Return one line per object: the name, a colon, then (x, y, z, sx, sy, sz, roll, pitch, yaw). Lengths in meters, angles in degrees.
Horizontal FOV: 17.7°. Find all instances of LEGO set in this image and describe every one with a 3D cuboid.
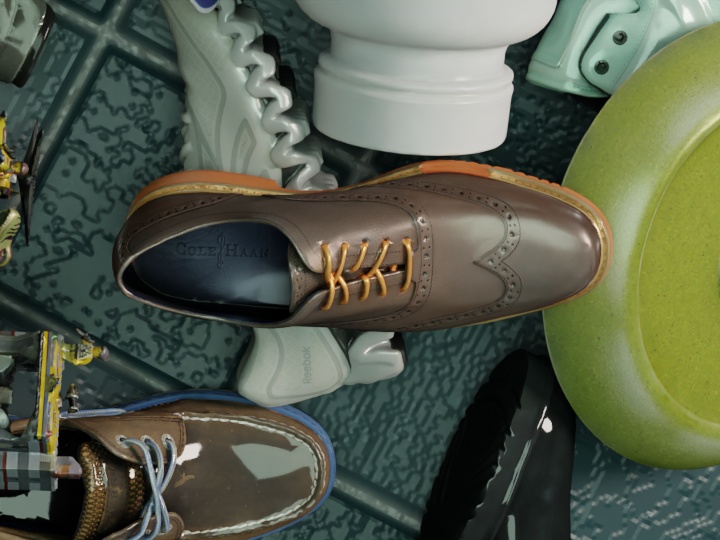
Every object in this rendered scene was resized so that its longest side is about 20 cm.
LEGO set: (-0.153, -0.002, 0.891, 0.115, 0.154, 0.201, 3, 60, -6)

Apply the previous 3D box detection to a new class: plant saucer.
plant saucer: (0.165, -0.006, 0.984, 0.199, 0.031, 0.201, -11, 110, -32)

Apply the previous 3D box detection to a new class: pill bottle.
pill bottle: (0.030, -0.153, 0.932, 0.112, 0.112, 0.201, 2, 108, -8)

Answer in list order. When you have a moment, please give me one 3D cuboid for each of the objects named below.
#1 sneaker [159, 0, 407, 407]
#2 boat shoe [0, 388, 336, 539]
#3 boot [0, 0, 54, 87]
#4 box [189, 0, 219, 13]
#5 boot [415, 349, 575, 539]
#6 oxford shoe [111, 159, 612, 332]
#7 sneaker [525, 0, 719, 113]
sneaker: (-0.050, -0.035, 0.980, 0.081, 0.075, 0.201, -22, 97, 4)
boat shoe: (-0.107, 0.093, 0.979, 0.199, 0.072, 0.073, -3, 95, -7)
boot: (-0.186, -0.178, 0.958, 0.130, 0.068, 0.201, 0, 100, -15)
box: (-0.050, -0.216, 0.922, 0.200, 0.032, 0.121, -61, 142, -16)
boot: (0.102, 0.151, 1.013, 0.162, 0.073, 0.199, 20, 90, -12)
oxford shoe: (0.000, 0.000, 0.915, 0.199, 0.073, 0.072, -2, 108, 6)
sneaker: (0.099, -0.142, 0.982, 0.118, 0.074, 0.201, -43, 101, -9)
